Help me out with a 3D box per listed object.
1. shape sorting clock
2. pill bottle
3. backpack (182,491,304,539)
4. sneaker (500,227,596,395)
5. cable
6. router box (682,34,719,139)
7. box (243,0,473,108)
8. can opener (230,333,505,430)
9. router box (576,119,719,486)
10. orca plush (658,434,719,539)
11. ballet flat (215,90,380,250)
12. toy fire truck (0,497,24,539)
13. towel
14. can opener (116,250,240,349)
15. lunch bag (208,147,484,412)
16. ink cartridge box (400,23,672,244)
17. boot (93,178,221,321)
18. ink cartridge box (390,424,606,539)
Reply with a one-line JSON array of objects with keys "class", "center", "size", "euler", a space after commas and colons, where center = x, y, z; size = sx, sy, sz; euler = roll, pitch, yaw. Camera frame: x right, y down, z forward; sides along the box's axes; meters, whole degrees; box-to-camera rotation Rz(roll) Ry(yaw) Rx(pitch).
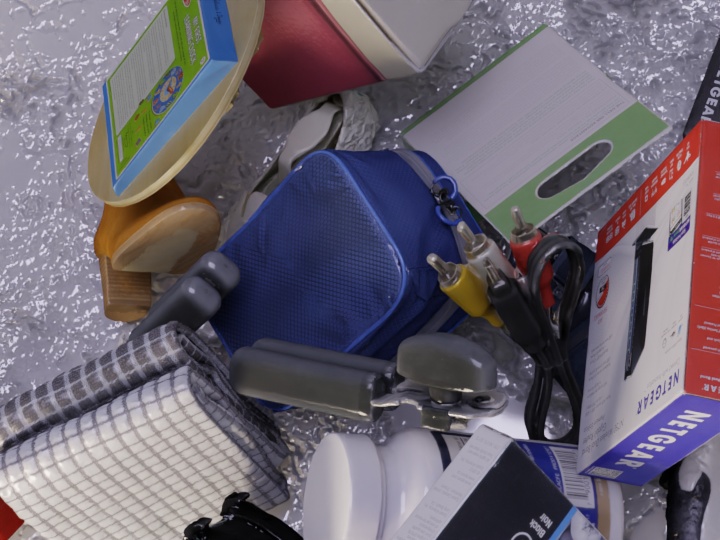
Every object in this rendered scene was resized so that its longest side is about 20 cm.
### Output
[{"class": "shape sorting clock", "center": [-0.133, -0.135, 1.492], "size": [0.200, 0.039, 0.201], "euler": [-41, 34, 36]}, {"class": "pill bottle", "center": [0.068, 0.167, 1.404], "size": [0.198, 0.116, 0.117], "euler": [8, 69, -19]}, {"class": "backpack", "center": [-0.044, 0.267, 1.404], "size": [0.199, 0.177, 0.152], "euler": [27, 103, 12]}, {"class": "sneaker", "center": [0.184, -0.013, 1.491], "size": [0.146, 0.077, 0.203], "euler": [41, 83, 5]}, {"class": "cable", "center": [0.125, 0.041, 1.435], "size": [0.097, 0.201, 0.050], "euler": [-28, 36, 3]}, {"class": "router box", "center": [0.345, -0.155, 1.537], "size": [0.156, 0.052, 0.201], "euler": [18, 75, 17]}, {"class": "box", "center": [-0.015, -0.212, 1.537], "size": [0.199, 0.109, 0.128], "euler": [-8, 42, 54]}, {"class": "can opener", "center": [0.006, 0.068, 1.372], "size": [0.198, 0.053, 0.067], "euler": [5, 102, 29]}, {"class": "router box", "center": [0.200, 0.026, 1.331], "size": [0.048, 0.200, 0.181], "euler": [11, 68, -9]}, {"class": "orca plush", "center": [0.245, 0.156, 1.456], "size": [0.104, 0.071, 0.202], "euler": [15, 74, -30]}, {"class": "ballet flat", "center": [-0.060, -0.062, 1.583], "size": [0.071, 0.072, 0.201], "euler": [29, 80, 20]}, {"class": "toy fire truck", "center": [-0.347, 0.171, 1.543], "size": [0.176, 0.129, 0.200], "euler": [36, 71, 21]}, {"class": "towel", "center": [-0.153, 0.126, 1.462], "size": [0.165, 0.200, 0.086], "euler": [-27, 57, 8]}, {"class": "can opener", "center": [-0.134, 0.049, 1.502], "size": [0.066, 0.200, 0.053], "euler": [36, 55, -4]}, {"class": "lunch bag", "center": [0.000, 0.000, 1.486], "size": [0.200, 0.132, 0.137], "euler": [-43, 68, 31]}, {"class": "ink cartridge box", "center": [0.131, -0.089, 1.513], "size": [0.145, 0.048, 0.200], "euler": [-36, 38, -3]}, {"class": "boot", "center": [-0.159, -0.062, 1.541], "size": [0.070, 0.201, 0.145], "euler": [5, 66, -23]}, {"class": "ink cartridge box", "center": [0.084, 0.237, 1.322], "size": [0.200, 0.198, 0.043], "euler": [-50, 27, -11]}]
